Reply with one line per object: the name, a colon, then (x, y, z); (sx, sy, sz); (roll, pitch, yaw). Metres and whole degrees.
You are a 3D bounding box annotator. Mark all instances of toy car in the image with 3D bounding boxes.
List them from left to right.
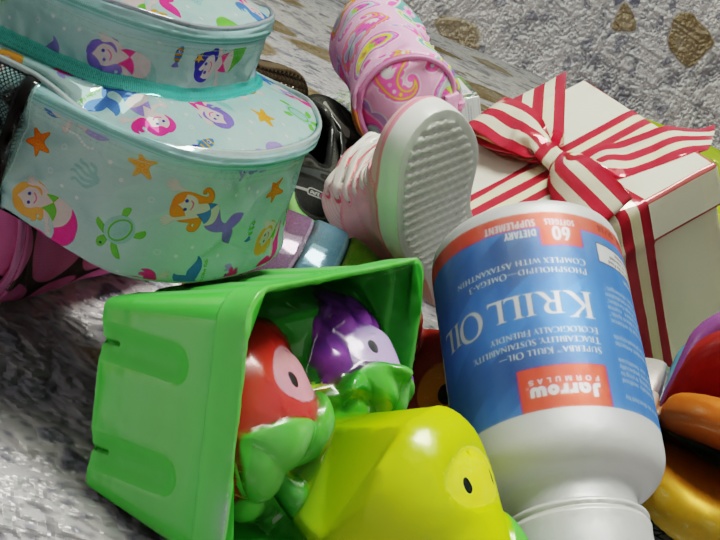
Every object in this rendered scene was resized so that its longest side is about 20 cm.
toy car: (0.229, 0.094, 0.890); (0.174, 0.151, 0.200); (23, 14, 10)

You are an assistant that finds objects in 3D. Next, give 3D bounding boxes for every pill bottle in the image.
pill bottle: (0.103, 0.072, 0.786); (0.112, 0.112, 0.201); (15, 51, -31)

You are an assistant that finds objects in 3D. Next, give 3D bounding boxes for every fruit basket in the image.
fruit basket: (-0.005, 0.078, 0.703); (0.214, 0.157, 0.216); (7, 9, -1)

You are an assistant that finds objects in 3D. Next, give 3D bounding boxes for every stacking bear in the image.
stacking bear: (-0.008, 0.039, 0.874); (0.199, 0.122, 0.114); (33, -11, -6)

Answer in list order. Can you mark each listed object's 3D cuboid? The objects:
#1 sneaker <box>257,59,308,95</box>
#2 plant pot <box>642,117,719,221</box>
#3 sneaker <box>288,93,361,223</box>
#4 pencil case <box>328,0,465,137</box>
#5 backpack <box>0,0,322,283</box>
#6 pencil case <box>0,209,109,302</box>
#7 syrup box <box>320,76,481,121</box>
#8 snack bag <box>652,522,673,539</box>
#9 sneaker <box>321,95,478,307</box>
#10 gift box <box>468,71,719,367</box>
sneaker: (-0.119, -0.150, 1.134); (0.075, 0.071, 0.200); (7, -8, 29)
plant pot: (0.261, 0.003, 1.246); (0.199, 0.200, 0.182); (12, 26, -41)
sneaker: (-0.031, -0.087, 1.021); (0.076, 0.084, 0.200); (3, 25, 2)
pencil case: (0.024, -0.151, 1.096); (0.087, 0.088, 0.200); (21, 19, -14)
backpack: (-0.120, -0.082, 0.741); (0.199, 0.151, 0.177); (34, 24, 19)
pencil case: (-0.188, -0.036, 0.882); (0.094, 0.090, 0.200); (58, 20, 4)
syrup box: (0.005, -0.112, 1.277); (0.198, 0.082, 0.079); (-9, 21, -5)
snack bag: (0.206, 0.196, 0.838); (0.199, 0.022, 0.189); (19, 15, -9)
sneaker: (0.016, -0.054, 0.884); (0.104, 0.075, 0.201); (38, -14, 23)
gift box: (0.159, -0.028, 1.052); (0.199, 0.188, 0.184); (-32, 39, -16)
